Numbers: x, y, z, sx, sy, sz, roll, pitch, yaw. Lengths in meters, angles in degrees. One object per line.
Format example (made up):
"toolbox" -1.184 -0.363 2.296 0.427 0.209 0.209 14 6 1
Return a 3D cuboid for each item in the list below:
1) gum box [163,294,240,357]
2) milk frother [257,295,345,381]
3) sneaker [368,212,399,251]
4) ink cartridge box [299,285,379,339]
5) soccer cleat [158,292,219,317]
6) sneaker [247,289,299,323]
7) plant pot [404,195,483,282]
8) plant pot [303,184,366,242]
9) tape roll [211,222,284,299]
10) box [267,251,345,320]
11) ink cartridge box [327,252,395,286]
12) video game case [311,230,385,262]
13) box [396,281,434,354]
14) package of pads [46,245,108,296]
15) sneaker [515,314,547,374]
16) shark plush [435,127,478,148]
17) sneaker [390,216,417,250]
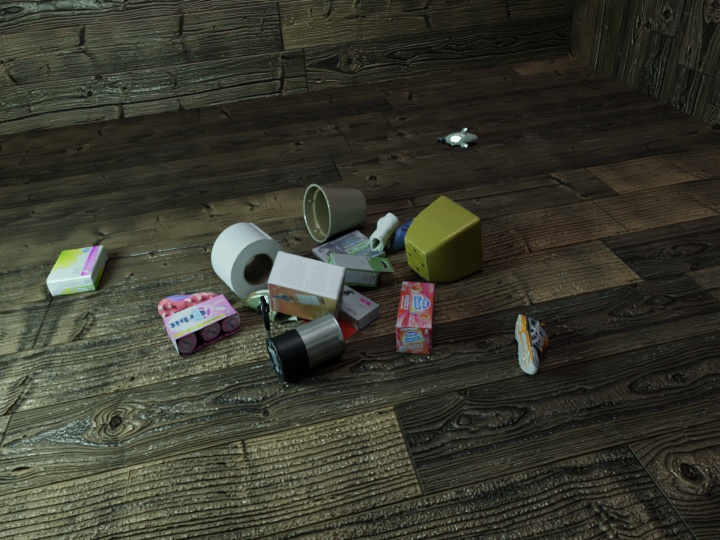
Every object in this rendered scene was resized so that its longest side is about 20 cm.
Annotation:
"gum box" -0.453 0.154 1.626 0.196 0.068 0.113 -24 38 -26
"milk frother" -0.163 0.151 1.483 0.184 0.205 0.180 -21 34 -23
"sneaker" 0.065 -0.117 1.903 0.073 0.200 0.117 37 78 2
"ink cartridge box" -0.070 0.118 1.655 0.172 0.045 0.198 -31 43 -34
"soccer cleat" -0.523 0.095 1.724 0.194 0.068 0.077 -11 30 -4
"sneaker" -0.255 0.112 1.662 0.194 0.068 0.091 -1 43 14
"plant pot" 0.249 -0.079 1.776 0.197 0.198 0.195 -28 40 -17
"plant pot" -0.082 -0.217 2.022 0.179 0.206 0.200 -12 33 -31
"tape roll" -0.348 -0.030 1.756 0.200 0.208 0.138 -27 39 -29
"box" -0.148 0.053 1.569 0.194 0.154 0.109 13 58 3
"ink cartridge box" 0.000 0.000 1.769 0.194 0.061 0.104 4 24 -16
"video game case" -0.042 -0.061 1.921 0.196 0.024 0.181 -24 40 -25
"box" 0.156 0.128 1.565 0.096 0.098 0.202 3 35 9
"package of pads" -0.960 -0.002 1.906 0.150 0.070 0.202 -8 35 -6
"sneaker" 0.453 0.190 1.465 0.075 0.080 0.202 9 37 4
"shark plush" 0.449 -0.607 2.633 0.195 0.094 0.083 -10 8 31
"sneaker" 0.181 -0.123 1.945 0.077 0.067 0.199 27 45 32
